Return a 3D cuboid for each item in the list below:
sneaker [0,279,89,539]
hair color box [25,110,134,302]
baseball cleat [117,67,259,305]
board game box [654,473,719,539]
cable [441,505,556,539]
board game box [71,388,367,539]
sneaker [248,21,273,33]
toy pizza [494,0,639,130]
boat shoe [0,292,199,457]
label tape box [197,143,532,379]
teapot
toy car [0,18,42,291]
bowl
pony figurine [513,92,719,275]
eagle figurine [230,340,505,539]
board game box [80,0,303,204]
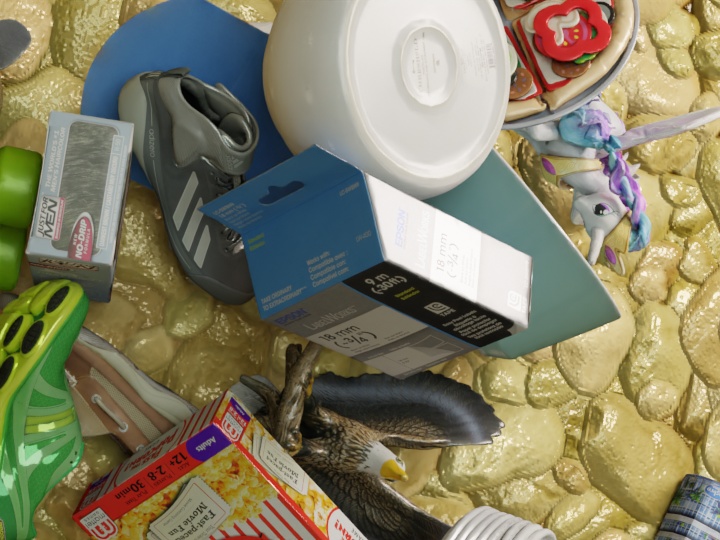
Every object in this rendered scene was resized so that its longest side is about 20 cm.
[{"bbox_3d":[-0.233,0.100,1.469,0.083,0.074,0.201,15,100,-37],"label":"sneaker"},{"bbox_3d":[-0.197,-0.041,1.475,0.060,0.200,0.100,9,81,-5],"label":"hair color box"},{"bbox_3d":[-0.107,-0.058,1.537,0.070,0.106,0.201,-54,126,-39],"label":"baseball cleat"},{"bbox_3d":[0.315,0.301,1.700,0.199,0.062,0.201,31,74,-14],"label":"board game box"},{"bbox_3d":[0.078,0.274,1.558,0.069,0.200,0.202,23,113,21],"label":"cable"},{"bbox_3d":[-0.088,0.202,1.516,0.200,0.151,0.046,47,29,-14],"label":"board game box"},{"bbox_3d":[-0.026,-0.155,1.612,0.198,0.087,0.075,8,82,-18],"label":"sneaker"},{"bbox_3d":[0.111,-0.192,1.573,0.198,0.032,0.202,-5,57,8],"label":"toy pizza"},{"bbox_3d":[-0.195,0.091,1.527,0.200,0.076,0.072,38,82,-19],"label":"boat shoe"},{"bbox_3d":[0.000,0.000,1.456,0.199,0.144,0.064,25,58,-31],"label":"label tape box"},{"bbox_3d":[-0.001,-0.143,1.478,0.197,0.145,0.201,42,64,-33],"label":"teapot"},{"bbox_3d":[-0.308,-0.109,1.502,0.163,0.158,0.201,11,55,-11],"label":"toy car"},{"bbox_3d":[0.099,-0.010,1.602,0.105,0.201,0.201,-40,98,0],"label":"bowl"},{"bbox_3d":[0.181,-0.102,1.625,0.201,0.167,0.193,52,43,7],"label":"pony figurine"},{"bbox_3d":[0.001,0.139,1.588,0.152,0.152,0.199,-40,138,20],"label":"eagle figurine"},{"bbox_3d":[-0.110,-0.125,1.577,0.199,0.039,0.159,26,116,-16],"label":"board game box"}]
